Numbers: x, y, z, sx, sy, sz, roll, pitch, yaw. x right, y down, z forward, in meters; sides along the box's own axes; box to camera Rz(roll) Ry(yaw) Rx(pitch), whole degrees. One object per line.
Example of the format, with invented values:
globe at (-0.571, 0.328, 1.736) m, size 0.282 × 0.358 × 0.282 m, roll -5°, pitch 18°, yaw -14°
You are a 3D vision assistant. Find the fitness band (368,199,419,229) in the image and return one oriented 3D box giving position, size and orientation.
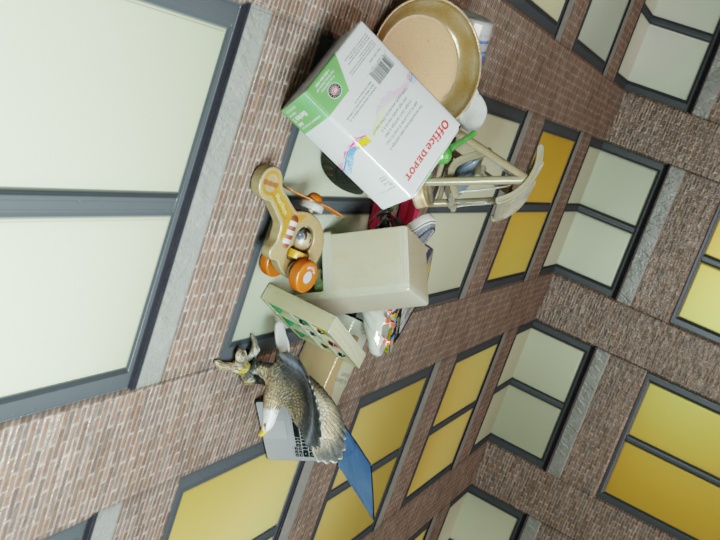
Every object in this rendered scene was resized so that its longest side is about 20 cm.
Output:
fitness band at (0.062, -0.110, 1.733) m, size 0.143 × 0.037 × 0.203 m, roll -35°, pitch 142°, yaw -50°

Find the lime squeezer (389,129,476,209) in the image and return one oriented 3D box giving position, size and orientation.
lime squeezer at (0.117, -0.180, 1.621) m, size 0.200 × 0.038 × 0.071 m, roll -42°, pitch -174°, yaw 1°

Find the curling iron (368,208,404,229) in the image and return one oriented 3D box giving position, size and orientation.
curling iron at (0.058, -0.074, 1.688) m, size 0.050 × 0.026 × 0.200 m, roll -45°, pitch 163°, yaw 8°

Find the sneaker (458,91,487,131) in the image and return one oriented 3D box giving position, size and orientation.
sneaker at (0.163, -0.344, 1.700) m, size 0.076 × 0.082 × 0.202 m, roll -27°, pitch 124°, yaw -16°

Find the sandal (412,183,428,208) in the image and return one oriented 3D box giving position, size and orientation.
sandal at (0.105, -0.209, 1.533) m, size 0.078 × 0.068 × 0.216 m, roll 30°, pitch 51°, yaw -73°

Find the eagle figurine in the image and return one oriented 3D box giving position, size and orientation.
eagle figurine at (-0.102, 0.187, 1.413) m, size 0.151 × 0.198 × 0.153 m, roll -34°, pitch 142°, yaw -53°

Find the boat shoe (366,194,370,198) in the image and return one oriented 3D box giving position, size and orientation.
boat shoe at (0.046, -0.170, 1.545) m, size 0.200 × 0.070 × 0.061 m, roll -63°, pitch 154°, yaw -66°

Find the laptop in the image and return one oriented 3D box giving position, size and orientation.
laptop at (-0.074, 0.313, 1.577) m, size 0.189 × 0.196 × 0.117 m, roll 87°, pitch 5°, yaw -49°

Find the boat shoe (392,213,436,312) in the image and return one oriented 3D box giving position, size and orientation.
boat shoe at (0.078, -0.002, 1.695) m, size 0.200 × 0.093 × 0.074 m, roll -45°, pitch 156°, yaw 20°

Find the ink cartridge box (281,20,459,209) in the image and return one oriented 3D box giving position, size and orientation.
ink cartridge box at (0.016, -0.205, 1.285) m, size 0.146 × 0.200 × 0.084 m, roll -55°, pitch -163°, yaw -26°

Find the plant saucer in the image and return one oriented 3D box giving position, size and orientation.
plant saucer at (0.095, -0.317, 1.474) m, size 0.197 × 0.035 × 0.204 m, roll -7°, pitch 106°, yaw -26°

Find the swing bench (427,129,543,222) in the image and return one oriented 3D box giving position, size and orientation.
swing bench at (0.225, -0.170, 1.757) m, size 0.199 × 0.197 × 0.132 m, roll 50°, pitch 57°, yaw -81°

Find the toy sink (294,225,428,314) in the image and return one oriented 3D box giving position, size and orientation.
toy sink at (0.000, 0.000, 1.556) m, size 0.130 × 0.196 × 0.114 m, roll 35°, pitch 51°, yaw -67°

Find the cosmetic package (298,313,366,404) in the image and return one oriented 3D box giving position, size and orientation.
cosmetic package at (-0.062, 0.167, 1.668) m, size 0.203 × 0.070 × 0.105 m, roll -66°, pitch 159°, yaw 0°

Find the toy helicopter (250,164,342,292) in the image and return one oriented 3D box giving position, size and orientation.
toy helicopter at (-0.096, -0.076, 1.334) m, size 0.133 × 0.078 × 0.201 m, roll -50°, pitch 142°, yaw -22°

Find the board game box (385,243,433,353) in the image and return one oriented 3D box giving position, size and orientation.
board game box at (0.075, 0.050, 1.856) m, size 0.167 × 0.056 × 0.201 m, roll -60°, pitch 169°, yaw -21°

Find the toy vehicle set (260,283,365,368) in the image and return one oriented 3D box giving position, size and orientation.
toy vehicle set at (-0.070, 0.089, 1.495) m, size 0.027 × 0.123 × 0.200 m, roll -60°, pitch 158°, yaw -12°

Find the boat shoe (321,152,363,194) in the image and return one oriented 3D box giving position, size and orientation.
boat shoe at (-0.017, -0.189, 1.403) m, size 0.075 × 0.075 × 0.201 m, roll -60°, pitch 159°, yaw -23°

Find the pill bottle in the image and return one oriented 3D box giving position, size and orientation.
pill bottle at (0.140, -0.327, 1.582) m, size 0.112 × 0.111 × 0.203 m, roll -25°, pitch 135°, yaw -59°

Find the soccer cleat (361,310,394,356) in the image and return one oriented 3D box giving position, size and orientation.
soccer cleat at (0.018, 0.046, 1.644) m, size 0.069 × 0.076 × 0.204 m, roll 37°, pitch 54°, yaw -74°
